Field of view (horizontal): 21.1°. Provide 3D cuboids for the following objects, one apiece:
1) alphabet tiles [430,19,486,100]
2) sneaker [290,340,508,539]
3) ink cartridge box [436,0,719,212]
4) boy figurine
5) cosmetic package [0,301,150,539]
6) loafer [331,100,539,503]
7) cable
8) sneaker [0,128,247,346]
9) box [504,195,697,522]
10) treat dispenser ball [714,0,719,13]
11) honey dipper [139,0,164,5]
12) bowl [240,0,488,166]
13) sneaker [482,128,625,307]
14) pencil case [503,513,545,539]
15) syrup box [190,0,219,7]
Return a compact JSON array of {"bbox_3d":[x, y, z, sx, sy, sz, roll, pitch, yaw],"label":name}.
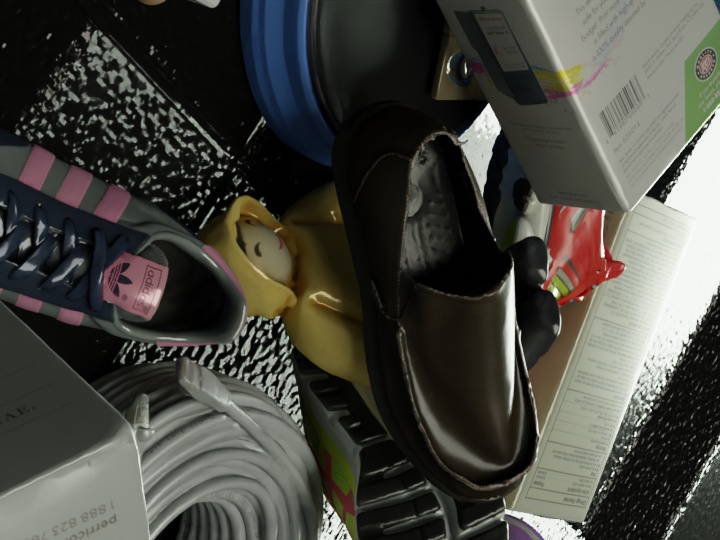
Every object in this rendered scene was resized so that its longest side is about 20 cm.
[{"bbox_3d":[0.108,-0.189,1.027,0.166,0.008,0.202,-6,112,-50],"label":"alphabet tiles"},{"bbox_3d":[0.020,0.116,1.003,0.077,0.201,0.091,-13,146,-14],"label":"sneaker"},{"bbox_3d":[0.105,-0.143,0.964,0.117,0.067,0.201,-47,125,-26],"label":"ink cartridge box"},{"bbox_3d":[0.000,0.000,0.976,0.198,0.125,0.064,12,144,-26],"label":"boy figurine"},{"bbox_3d":[-0.187,0.107,0.698,0.164,0.200,0.166,-23,127,-28],"label":"cosmetic package"},{"bbox_3d":[0.039,0.019,0.912,0.073,0.071,0.202,-24,102,-21],"label":"loafer"},{"bbox_3d":[-0.102,0.145,0.953,0.200,0.069,0.201,34,81,-54],"label":"cable"},{"bbox_3d":[-0.126,-0.012,0.828,0.199,0.082,0.071,16,98,-50],"label":"sneaker"},{"bbox_3d":[0.119,0.043,1.164,0.095,0.077,0.202,19,93,-54],"label":"box"},{"bbox_3d":[0.279,-0.195,1.136,0.200,0.200,0.203,-27,128,-41],"label":"treat dispenser ball"},{"bbox_3d":[-0.045,-0.204,0.874,0.201,0.038,0.038,-55,142,-10],"label":"honey dipper"},{"bbox_3d":[0.022,-0.145,0.980,0.200,0.039,0.202,-27,128,-41],"label":"bowl"},{"bbox_3d":[0.105,0.005,1.082,0.084,0.077,0.202,8,114,-21],"label":"sneaker"},{"bbox_3d":[0.043,0.234,1.161,0.200,0.084,0.086,-42,105,-28],"label":"pencil case"},{"bbox_3d":[-0.064,-0.220,0.802,0.081,0.078,0.201,31,83,-53],"label":"syrup box"}]
